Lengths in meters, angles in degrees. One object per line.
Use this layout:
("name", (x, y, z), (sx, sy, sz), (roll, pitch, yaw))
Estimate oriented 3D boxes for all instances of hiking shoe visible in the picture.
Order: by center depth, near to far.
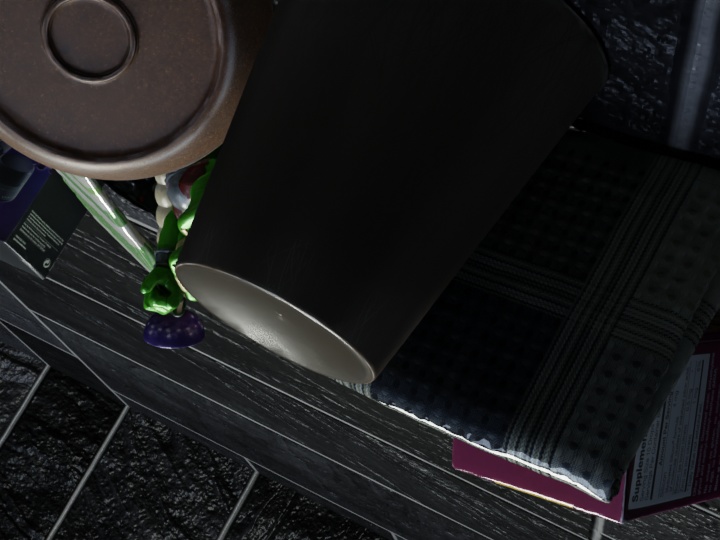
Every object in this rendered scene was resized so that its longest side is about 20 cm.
("hiking shoe", (-0.204, -0.101, 1.062), (0.087, 0.075, 0.200), (25, 162, 17))

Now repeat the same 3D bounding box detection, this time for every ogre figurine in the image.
("ogre figurine", (-0.101, -0.061, 0.877), (0.098, 0.120, 0.200), (5, 147, -5))

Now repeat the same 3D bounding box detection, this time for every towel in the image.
("towel", (0.090, 0.005, 0.679), (0.192, 0.200, 0.035), (21, 155, 27))
("towel", (-0.229, -0.073, 1.070), (0.152, 0.023, 0.200), (40, 167, 39))

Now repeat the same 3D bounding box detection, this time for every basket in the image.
("basket", (0.002, -0.057, 0.641), (0.180, 0.200, 0.136), (28, 163, 5))

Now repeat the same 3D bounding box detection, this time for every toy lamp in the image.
("toy lamp", (-0.154, -0.039, 1.009), (0.058, 0.201, 0.058), (2, -161, -1))

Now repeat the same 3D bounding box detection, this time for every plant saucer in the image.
("plant saucer", (-0.150, -0.135, 0.711), (0.200, 0.200, 0.035), (34, -155, -17))

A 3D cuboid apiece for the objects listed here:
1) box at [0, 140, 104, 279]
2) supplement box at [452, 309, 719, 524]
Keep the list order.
("box", (-0.352, -0.097, 1.201), (0.200, 0.141, 0.079), (20, 159, 27))
("supplement box", (0.172, 0.077, 0.773), (0.200, 0.104, 0.131), (-1, -171, -43))
